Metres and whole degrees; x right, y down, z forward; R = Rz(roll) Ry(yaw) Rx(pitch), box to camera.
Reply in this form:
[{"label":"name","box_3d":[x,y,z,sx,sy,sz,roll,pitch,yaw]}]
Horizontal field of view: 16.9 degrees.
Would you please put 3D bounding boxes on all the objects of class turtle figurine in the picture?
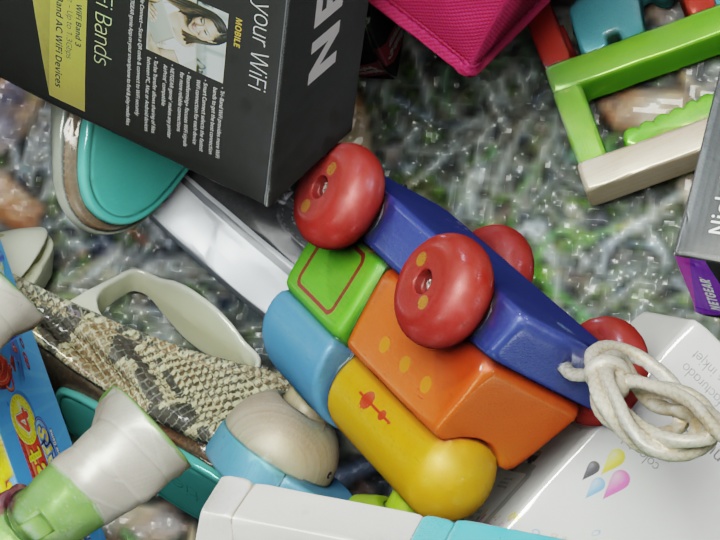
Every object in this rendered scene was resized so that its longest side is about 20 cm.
[{"label":"turtle figurine","box_3d":[-0.152,0.097,0.746,0.194,0.200,0.144,-46,59,-7]}]

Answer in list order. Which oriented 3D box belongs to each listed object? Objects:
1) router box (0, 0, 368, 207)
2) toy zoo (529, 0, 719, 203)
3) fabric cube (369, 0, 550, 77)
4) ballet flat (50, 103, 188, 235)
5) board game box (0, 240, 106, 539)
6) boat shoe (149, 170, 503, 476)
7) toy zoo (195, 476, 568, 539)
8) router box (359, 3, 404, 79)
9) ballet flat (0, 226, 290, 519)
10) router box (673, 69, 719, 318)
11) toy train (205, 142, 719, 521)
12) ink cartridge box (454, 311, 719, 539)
[{"label":"router box","box_3d":[-0.070,-0.136,0.697,0.157,0.201,0.052,27,44,20]},{"label":"toy zoo","box_3d":[0.112,-0.137,0.872,0.131,0.020,0.201,-20,72,5]},{"label":"fabric cube","box_3d":[0.039,-0.225,0.735,0.200,0.200,0.196,37,54,6]},{"label":"ballet flat","box_3d":[-0.068,-0.107,0.829,0.064,0.067,0.201,11,76,43]},{"label":"board game box","box_3d":[-0.199,0.073,0.820,0.199,0.056,0.197,-19,93,14]},{"label":"boat shoe","box_3d":[0.000,0.000,0.839,0.200,0.070,0.066,37,85,16]},{"label":"toy zoo","box_3d":[0.023,0.129,0.702,0.199,0.132,0.020,9,33,17]},{"label":"router box","box_3d":[-0.049,-0.176,0.900,0.149,0.062,0.201,7,76,12]},{"label":"ballet flat","box_3d":[-0.103,0.026,0.863,0.199,0.068,0.075,22,58,11]},{"label":"router box","box_3d":[0.190,-0.075,0.731,0.148,0.051,0.201,10,71,21]},{"label":"toy train","box_3d":[0.028,0.054,0.716,0.116,0.084,0.200,-58,36,9]},{"label":"ink cartridge box","box_3d":[0.071,0.125,0.770,0.116,0.067,0.200,43,86,-7]}]
